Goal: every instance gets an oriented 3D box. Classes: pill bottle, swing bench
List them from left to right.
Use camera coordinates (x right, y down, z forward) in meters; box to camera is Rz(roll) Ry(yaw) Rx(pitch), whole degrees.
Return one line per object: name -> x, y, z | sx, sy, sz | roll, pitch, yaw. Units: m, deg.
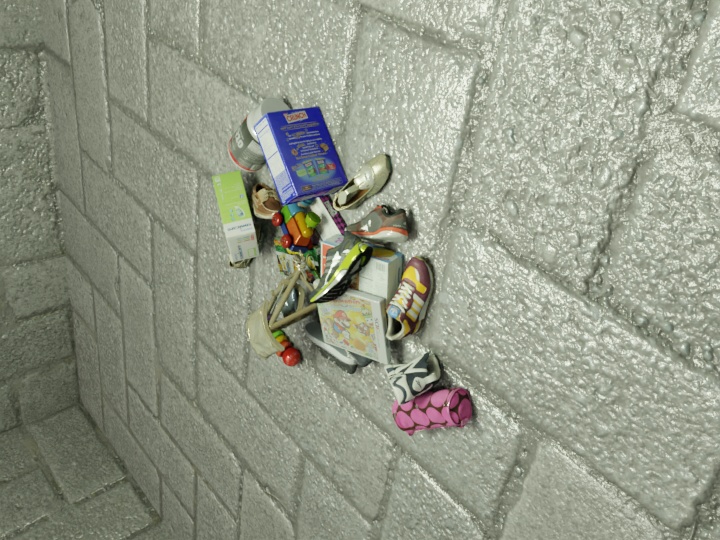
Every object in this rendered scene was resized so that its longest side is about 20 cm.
pill bottle -> -0.259, -0.352, 1.745 | 0.199, 0.112, 0.116 | -35, 79, 50
swing bench -> -0.204, 0.113, 1.751 | 0.130, 0.200, 0.199 | 48, 155, -5

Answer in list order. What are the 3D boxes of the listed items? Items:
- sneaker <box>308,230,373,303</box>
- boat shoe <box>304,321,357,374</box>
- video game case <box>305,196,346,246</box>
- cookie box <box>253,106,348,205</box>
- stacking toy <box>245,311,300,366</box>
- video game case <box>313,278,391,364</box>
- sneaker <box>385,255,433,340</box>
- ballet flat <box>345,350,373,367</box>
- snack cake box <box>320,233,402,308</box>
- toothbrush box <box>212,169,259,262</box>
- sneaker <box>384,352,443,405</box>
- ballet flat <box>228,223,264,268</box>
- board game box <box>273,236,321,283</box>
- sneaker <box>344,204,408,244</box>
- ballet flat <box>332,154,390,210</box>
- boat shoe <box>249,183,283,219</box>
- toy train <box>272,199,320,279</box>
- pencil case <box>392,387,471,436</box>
sneaker -> -0.055, -0.004, 1.538 | 0.200, 0.073, 0.081 | -48, 62, 19
boat shoe -> -0.079, 0.211, 1.806 | 0.198, 0.069, 0.068 | 29, 125, 31
video game case -> -0.114, -0.109, 1.734 | 0.202, 0.035, 0.182 | 58, 140, 16
cookie box -> -0.140, -0.274, 1.594 | 0.075, 0.169, 0.204 | -24, 86, 47
stacking toy -> -0.254, 0.208, 2.003 | 0.199, 0.084, 0.087 | 42, 133, 26
video game case -> -0.020, 0.123, 1.617 | 0.197, 0.023, 0.186 | 16, 129, 33
sneaker -> 0.105, 0.068, 1.503 | 0.074, 0.089, 0.204 | 30, 126, 38
ballet flat -> -0.037, 0.174, 1.736 | 0.200, 0.072, 0.074 | 43, 134, 27
snack cake box -> 0.000, 0.000, 1.590 | 0.197, 0.067, 0.118 | 18, 120, 31
toothbrush box -> -0.347, -0.151, 1.881 | 0.146, 0.084, 0.204 | 97, 159, -63
sneaker -> 0.129, 0.241, 1.565 | 0.199, 0.127, 0.081 | 108, 139, -88
ballet flat -> -0.347, -0.063, 2.000 | 0.069, 0.074, 0.200 | 58, 139, 16
board game box -> -0.162, -0.027, 1.786 | 0.198, 0.023, 0.107 | 14, 116, 49
sneaker -> 0.042, -0.108, 1.541 | 0.198, 0.076, 0.084 | 3, 81, 48
ballet flat -> 0.000, -0.192, 1.544 | 0.068, 0.062, 0.200 | 60, 140, 12
boat shoe -> -0.254, -0.188, 1.819 | 0.199, 0.074, 0.074 | 36, 122, 54
toy train -> -0.135, -0.093, 1.656 | 0.116, 0.083, 0.203 | -47, 54, 33
pencil case -> 0.165, 0.325, 1.541 | 0.198, 0.089, 0.096 | -23, 75, 50
